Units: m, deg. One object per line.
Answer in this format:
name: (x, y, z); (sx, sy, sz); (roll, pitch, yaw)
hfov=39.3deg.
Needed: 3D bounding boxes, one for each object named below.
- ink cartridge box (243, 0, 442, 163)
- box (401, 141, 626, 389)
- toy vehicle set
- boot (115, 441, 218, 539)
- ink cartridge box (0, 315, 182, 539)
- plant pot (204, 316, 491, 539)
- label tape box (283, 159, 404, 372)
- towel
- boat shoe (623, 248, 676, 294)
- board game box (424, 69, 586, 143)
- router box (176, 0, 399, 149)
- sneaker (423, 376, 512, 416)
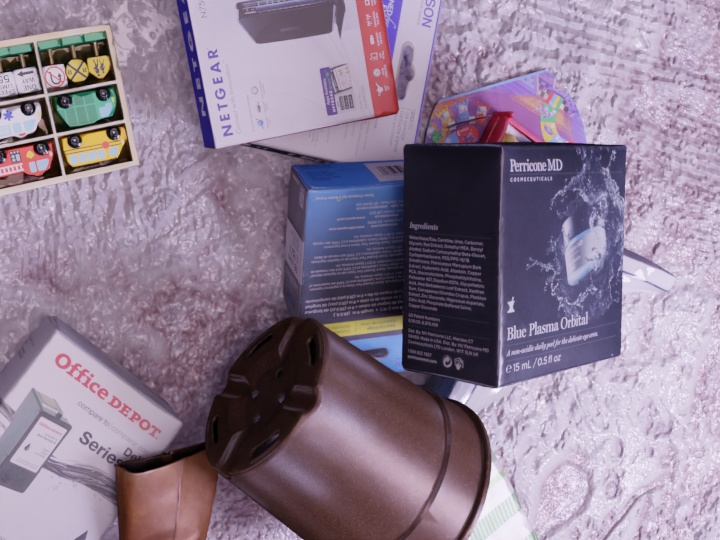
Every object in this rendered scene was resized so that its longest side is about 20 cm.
ink cartridge box: (-0.028, -0.203, 0.956); (0.196, 0.043, 0.202); (10, 92, -22)
box: (0.142, -0.014, 0.915); (0.194, 0.116, 0.205); (-7, 99, -44)
toy vehicle set: (-0.299, -0.132, 0.864); (0.196, 0.026, 0.127); (-15, 100, -20)
boot: (-0.148, 0.251, 0.913); (0.186, 0.068, 0.205); (-1, 98, -41)
ink cartridge box: (-0.272, 0.164, 0.872); (0.145, 0.084, 0.201); (39, 80, -21)
plant pot: (-0.018, 0.155, 0.892); (0.198, 0.199, 0.202); (40, 80, -31)
label tape box: (0.000, 0.000, 0.968); (0.141, 0.063, 0.204); (-5, 118, -21)
towel: (0.117, 0.300, 1.075); (0.151, 0.023, 0.202); (-33, 105, -16)
boat shoe: (0.246, 0.001, 1.079); (0.196, 0.074, 0.066); (16, 104, -18)
board game box: (0.162, -0.115, 1.041); (0.197, 0.039, 0.161); (-18, 101, -19)
router box: (-0.068, -0.222, 0.888); (0.176, 0.049, 0.204); (-14, 102, -19)
sneaker: (0.117, 0.119, 1.029); (0.071, 0.073, 0.201); (40, 80, -17)
